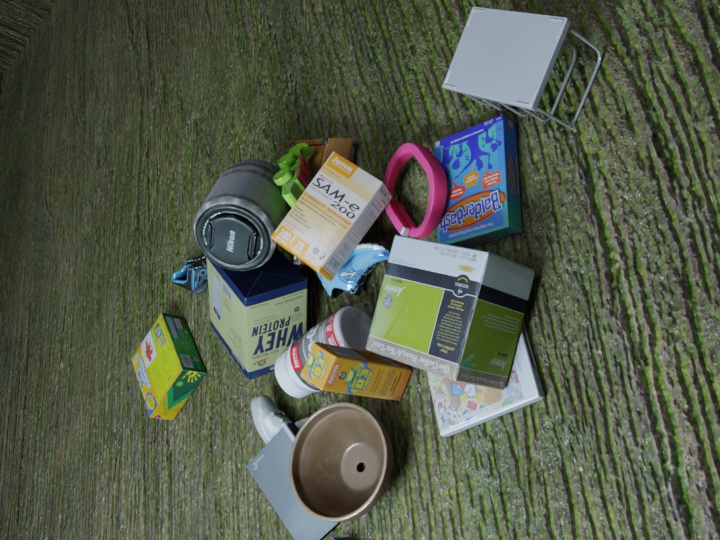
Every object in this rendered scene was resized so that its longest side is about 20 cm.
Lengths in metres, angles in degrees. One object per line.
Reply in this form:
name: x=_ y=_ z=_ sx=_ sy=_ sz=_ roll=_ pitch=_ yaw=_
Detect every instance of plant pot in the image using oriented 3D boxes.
plant pot: x=-0.020 y=0.339 z=1.326 sx=0.200 sy=0.093 sz=0.202 roll=-13 pitch=64 yaw=28

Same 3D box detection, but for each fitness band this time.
fitness band: x=0.095 y=-0.147 z=1.370 sx=0.144 sy=0.037 sz=0.200 roll=-67 pitch=30 yaw=29

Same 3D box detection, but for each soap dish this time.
soap dish: x=-0.099 y=-0.185 z=1.591 sx=0.157 sy=0.081 sz=0.202 roll=7 pitch=82 yaw=47

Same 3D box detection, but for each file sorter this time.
file sorter: x=0.261 y=-0.327 z=1.223 sx=0.200 sy=0.124 sz=0.140 roll=30 pitch=101 yaw=47

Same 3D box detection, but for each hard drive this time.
hard drive: x=-0.116 y=0.405 z=1.415 sx=0.140 sy=0.033 sz=0.200 roll=-48 pitch=69 yaw=25

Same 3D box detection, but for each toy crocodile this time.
toy crocodile: x=-0.125 y=-0.186 z=1.479 sx=0.061 sy=0.068 sz=0.200 roll=-28 pitch=28 yaw=16

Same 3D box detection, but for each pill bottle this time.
pill bottle: x=-0.066 y=0.160 z=1.428 sx=0.200 sy=0.113 sz=0.115 roll=-35 pitch=55 yaw=34

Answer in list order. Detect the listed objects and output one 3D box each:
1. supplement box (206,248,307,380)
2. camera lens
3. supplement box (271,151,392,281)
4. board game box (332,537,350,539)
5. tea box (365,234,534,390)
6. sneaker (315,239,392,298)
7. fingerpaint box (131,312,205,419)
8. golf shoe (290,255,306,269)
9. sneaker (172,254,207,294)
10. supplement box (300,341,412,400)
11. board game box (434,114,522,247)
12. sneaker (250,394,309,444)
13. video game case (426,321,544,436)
supplement box: x=-0.212 y=0.071 z=1.535 sx=0.200 sy=0.133 sz=0.201 roll=44 pitch=140 yaw=44
camera lens: x=-0.225 y=-0.109 z=1.472 sx=0.160 sy=0.160 sz=0.201 roll=-41 pitch=20 yaw=30
supplement box: x=-0.053 y=-0.100 z=1.391 sx=0.126 sy=0.074 sz=0.201 roll=34 pitch=86 yaw=24
board game box: x=-0.029 y=0.592 z=1.299 sx=0.152 sy=0.045 sz=0.201 roll=32 pitch=101 yaw=46
tea box: x=0.139 y=0.064 z=1.196 sx=0.199 sy=0.133 sz=0.198 roll=14 pitch=87 yaw=47
sneaker: x=0.000 y=0.000 z=1.455 sx=0.199 sy=0.078 sz=0.091 roll=-24 pitch=80 yaw=43
fingerpaint box: x=-0.476 y=0.236 z=1.865 sx=0.167 sy=0.073 sz=0.200 roll=-53 pitch=46 yaw=20
golf shoe: x=-0.099 y=-0.039 z=1.538 sx=0.200 sy=0.087 sz=0.078 roll=-171 pitch=80 yaw=-80
sneaker: x=-0.376 y=-0.006 z=1.826 sx=0.200 sy=0.082 sz=0.074 roll=-37 pitch=52 yaw=32
supplement box: x=-0.004 y=0.175 z=1.295 sx=0.069 sy=0.199 sz=0.067 roll=28 pitch=99 yaw=47
board game box: x=0.199 y=-0.146 z=1.293 sx=0.152 sy=0.045 sz=0.202 roll=-17 pitch=67 yaw=43
sneaker: x=-0.138 y=0.310 z=1.496 sx=0.116 sy=0.073 sz=0.201 roll=-45 pitch=59 yaw=25
video game case: x=0.190 y=0.152 z=1.229 sx=0.200 sy=0.023 sz=0.183 roll=-32 pitch=57 yaw=36
